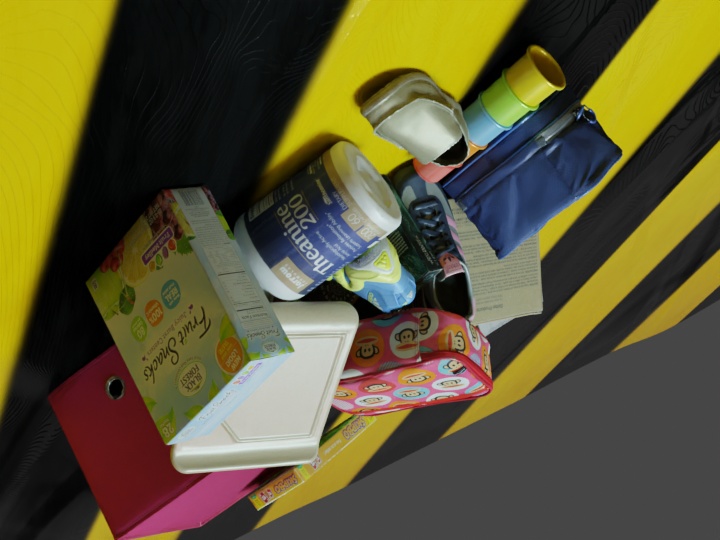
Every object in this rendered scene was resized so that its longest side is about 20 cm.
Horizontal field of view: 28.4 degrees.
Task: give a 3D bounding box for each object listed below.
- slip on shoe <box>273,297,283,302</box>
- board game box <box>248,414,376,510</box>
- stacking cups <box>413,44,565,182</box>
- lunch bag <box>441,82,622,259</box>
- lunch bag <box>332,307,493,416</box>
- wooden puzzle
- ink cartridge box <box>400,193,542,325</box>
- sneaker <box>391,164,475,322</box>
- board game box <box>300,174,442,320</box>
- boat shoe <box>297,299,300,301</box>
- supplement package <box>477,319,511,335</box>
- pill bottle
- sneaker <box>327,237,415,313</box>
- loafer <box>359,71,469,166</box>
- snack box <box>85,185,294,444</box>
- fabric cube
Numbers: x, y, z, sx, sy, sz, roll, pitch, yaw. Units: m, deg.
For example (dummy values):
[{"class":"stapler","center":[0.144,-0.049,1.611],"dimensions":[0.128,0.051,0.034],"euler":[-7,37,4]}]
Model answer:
[{"class":"slip on shoe","center":[-0.166,0.045,1.684],"dimensions":[0.060,0.077,0.200],"euler":[6,-163,36]},{"class":"board game box","center":[-0.055,0.236,1.829],"dimensions":[0.095,0.030,0.200],"euler":[-36,-179,37]},{"class":"stacking cups","center":[0.135,-0.172,1.594],"dimensions":[0.200,0.061,0.060],"euler":[-36,162,33]},{"class":"lunch bag","center":[0.200,-0.128,1.673],"dimensions":[0.200,0.132,0.136],"euler":[-41,180,36]},{"class":"lunch bag","center":[0.051,0.113,1.667],"dimensions":[0.199,0.082,0.176],"euler":[-12,155,21]},{"class":"wooden puzzle","center":[-0.107,0.123,1.550],"dimensions":[0.184,0.037,0.201],"euler":[0,117,-32]},{"class":"ink cartridge box","center":[0.138,-0.017,1.799],"dimensions":[0.199,0.166,0.075],"euler":[-8,-171,-42]},{"class":"sneaker","center":[0.094,-0.028,1.664],"dimensions":[0.070,0.201,0.082],"euler":[-22,-168,-13]},{"class":"board game box","center":[0.000,0.000,1.695],"dimensions":[0.028,0.136,0.200],"euler":[-12,155,-46]},{"class":"boat shoe","center":[-0.112,0.096,1.883],"dimensions":[0.200,0.072,0.068],"euler":[-38,165,28]},{"class":"supplement package","center":[0.187,0.005,2.056],"dimensions":[0.113,0.110,0.200],"euler":[-30,162,-1]},{"class":"pill bottle","center":[-0.064,-0.038,1.523],"dimensions":[0.200,0.111,0.111],"euler":[-36,162,16]},{"class":"sneaker","center":[-0.001,0.004,1.625],"dimensions":[0.076,0.105,0.200],"euler":[-45,-157,-9]},{"class":"loafer","center":[0.069,-0.153,1.495],"dimensions":[0.076,0.068,0.200],"euler":[-38,161,22]},{"class":"snack box","center":[-0.174,0.045,1.425],"dimensions":[0.067,0.201,0.169],"euler":[-11,154,-47]},{"class":"fabric cube","center":[-0.224,0.190,1.747],"dimensions":[0.196,0.200,0.200],"euler":[-35,162,19]}]
